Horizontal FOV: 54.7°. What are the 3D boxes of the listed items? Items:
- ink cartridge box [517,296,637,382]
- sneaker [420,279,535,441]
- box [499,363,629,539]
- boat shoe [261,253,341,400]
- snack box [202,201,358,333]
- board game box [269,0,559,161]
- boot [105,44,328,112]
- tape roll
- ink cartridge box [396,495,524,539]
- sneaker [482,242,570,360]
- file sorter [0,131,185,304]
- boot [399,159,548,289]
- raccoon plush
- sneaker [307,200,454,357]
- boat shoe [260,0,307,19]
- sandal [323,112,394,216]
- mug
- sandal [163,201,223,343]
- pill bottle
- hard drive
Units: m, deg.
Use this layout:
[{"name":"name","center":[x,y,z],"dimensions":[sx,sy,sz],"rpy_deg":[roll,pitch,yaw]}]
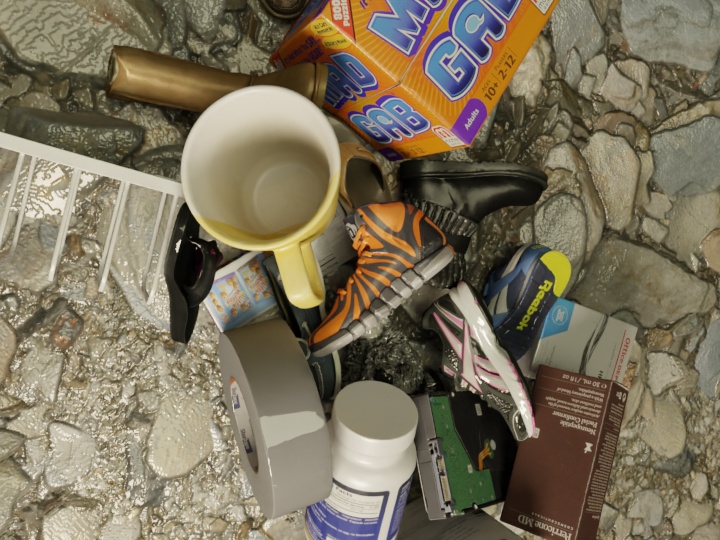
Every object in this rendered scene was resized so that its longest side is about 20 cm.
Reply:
[{"name":"ink cartridge box","center":[0.310,0.112,0.978],"dimensions":[0.198,0.067,0.117],"rpy_deg":[19,87,-22]},{"name":"sneaker","center":[0.143,0.117,0.852],"dimensions":[0.086,0.080,0.202],"rpy_deg":[-29,81,14]},{"name":"box","center":[0.251,0.226,0.855],"dimensions":[0.075,0.099,0.202],"rpy_deg":[25,77,-48]},{"name":"boat shoe","center":[-0.067,0.068,0.805],"dimensions":[0.061,0.075,0.202],"rpy_deg":[-22,120,-25]},{"name":"snack box","center":[-0.096,-0.005,0.829],"dimensions":[0.199,0.024,0.072],"rpy_deg":[-32,106,-17]},{"name":"board game box","center":[0.053,-0.268,0.776],"dimensions":[0.199,0.200,0.201],"rpy_deg":[35,80,-20]},{"name":"boot","center":[-0.151,-0.189,0.716],"dimensions":[0.198,0.175,0.067],"rpy_deg":[8,84,-26]},{"name":"tape roll","center":[-0.095,0.156,0.747],"dimensions":[0.065,0.200,0.203],"rpy_deg":[-14,99,-21]},{"name":"ink cartridge box","center":[0.101,0.356,0.840],"dimensions":[0.145,0.200,0.087],"rpy_deg":[-24,102,-18]},{"name":"sneaker","center":[0.198,0.051,0.931],"dimensions":[0.073,0.082,0.201],"rpy_deg":[27,103,-29]},{"name":"file sorter","center":[-0.291,-0.055,0.688],"dimensions":[0.198,0.139,0.126],"rpy_deg":[15,91,-22]},{"name":"boot","center":[0.140,-0.054,0.889],"dimensions":[0.208,0.079,0.160],"rpy_deg":[0,87,-11]},{"name":"raccoon plush","center":[0.040,0.088,0.880],"dimensions":[0.199,0.096,0.136],"rpy_deg":[18,71,-52]},{"name":"sneaker","center":[0.000,0.000,0.774],"dimensions":[0.199,0.078,0.112],"rpy_deg":[-39,90,-15]},{"name":"boat shoe","center":[-0.092,-0.390,0.772],"dimensions":[0.074,0.075,0.205],"rpy_deg":[-7,95,-10]},{"name":"sandal","center":[-0.006,-0.108,0.822],"dimensions":[0.080,0.054,0.201],"rpy_deg":[-31,84,-18]},{"name":"mug","center":[-0.089,-0.068,0.700],"dimensions":[0.148,0.153,0.189],"rpy_deg":[14,85,6]},{"name":"sandal","center":[-0.167,0.005,0.716],"dimensions":[0.047,0.201,0.076],"rpy_deg":[13,52,-2]},{"name":"pill bottle","center":[0.002,0.234,0.798],"dimensions":[0.114,0.116,0.202],"rpy_deg":[-2,123,-22]},{"name":"hard drive","center":[0.135,0.221,0.862],"dimensions":[0.199,0.038,0.141],"rpy_deg":[10,64,-52]}]
